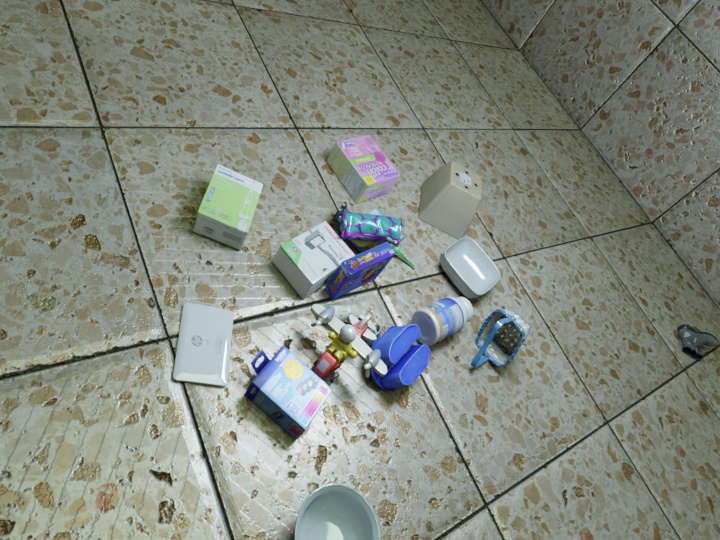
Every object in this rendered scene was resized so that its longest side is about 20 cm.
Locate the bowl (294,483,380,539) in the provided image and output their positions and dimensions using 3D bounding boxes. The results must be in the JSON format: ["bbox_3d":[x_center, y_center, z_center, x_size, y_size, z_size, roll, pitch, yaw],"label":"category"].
[{"bbox_3d":[-0.063,0.570,1.116,0.195,0.091,0.206,17,50,-21],"label":"bowl"}]

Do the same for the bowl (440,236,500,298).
[{"bbox_3d":[0.375,-0.001,1.835,0.198,0.075,0.201,-29,74,-42],"label":"bowl"}]

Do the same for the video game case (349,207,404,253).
[{"bbox_3d":[0.048,-0.118,1.755,0.143,0.018,0.199,45,46,6],"label":"video game case"}]

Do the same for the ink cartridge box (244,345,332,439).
[{"bbox_3d":[-0.183,0.282,1.270,0.198,0.077,0.137,39,45,2],"label":"ink cartridge box"}]

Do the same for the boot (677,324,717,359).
[{"bbox_3d":[1.469,0.329,2.290,0.194,0.071,0.134,18,51,-5],"label":"boot"}]

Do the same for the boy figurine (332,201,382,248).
[{"bbox_3d":[0.002,-0.125,1.677,0.198,0.065,0.125,39,43,3],"label":"boy figurine"}]

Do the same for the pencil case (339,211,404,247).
[{"bbox_3d":[0.032,-0.124,1.603,0.193,0.087,0.094,5,41,-12],"label":"pencil case"}]

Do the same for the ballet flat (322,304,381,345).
[{"bbox_3d":[-0.026,0.138,1.481,0.196,0.075,0.076,28,46,-12],"label":"ballet flat"}]

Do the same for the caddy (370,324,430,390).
[{"bbox_3d":[0.104,0.239,1.465,0.199,0.103,0.145,-37,103,-44],"label":"caddy"}]

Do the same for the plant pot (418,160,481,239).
[{"bbox_3d":[0.346,-0.275,1.951,0.195,0.178,0.204,25,47,-13],"label":"plant pot"}]

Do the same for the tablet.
[{"bbox_3d":[-0.375,0.176,1.271,0.126,0.014,0.205,13,51,-23],"label":"tablet"}]

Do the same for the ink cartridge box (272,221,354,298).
[{"bbox_3d":[-0.133,-0.035,1.532,0.146,0.084,0.199,47,46,8],"label":"ink cartridge box"}]

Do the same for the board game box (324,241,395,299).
[{"bbox_3d":[0.000,0.000,1.555,0.197,0.135,0.045,-25,70,-42],"label":"board game box"}]

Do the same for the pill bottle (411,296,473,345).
[{"bbox_3d":[0.257,0.147,1.622,0.196,0.113,0.114,-18,67,-40],"label":"pill bottle"}]

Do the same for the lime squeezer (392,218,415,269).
[{"bbox_3d":[0.124,-0.086,1.728,0.038,0.068,0.204,-76,150,-51],"label":"lime squeezer"}]

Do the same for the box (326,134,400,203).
[{"bbox_3d":[0.010,-0.361,1.860,0.173,0.097,0.203,-22,70,-41],"label":"box"}]

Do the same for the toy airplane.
[{"bbox_3d":[-0.031,0.177,1.357,0.193,0.142,0.205,2,58,-12],"label":"toy airplane"}]

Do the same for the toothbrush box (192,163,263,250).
[{"bbox_3d":[-0.372,-0.180,1.490,0.142,0.086,0.205,21,49,-16],"label":"toothbrush box"}]

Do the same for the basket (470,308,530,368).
[{"bbox_3d":[0.431,0.215,1.646,0.139,0.180,0.197,41,29,24],"label":"basket"}]
